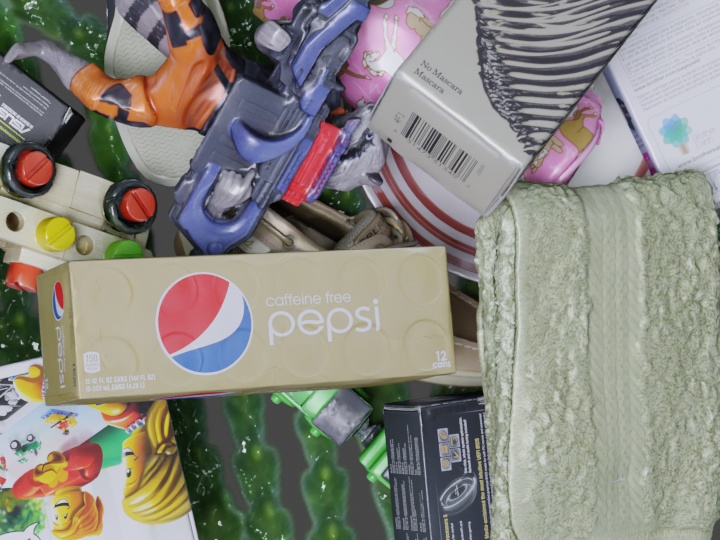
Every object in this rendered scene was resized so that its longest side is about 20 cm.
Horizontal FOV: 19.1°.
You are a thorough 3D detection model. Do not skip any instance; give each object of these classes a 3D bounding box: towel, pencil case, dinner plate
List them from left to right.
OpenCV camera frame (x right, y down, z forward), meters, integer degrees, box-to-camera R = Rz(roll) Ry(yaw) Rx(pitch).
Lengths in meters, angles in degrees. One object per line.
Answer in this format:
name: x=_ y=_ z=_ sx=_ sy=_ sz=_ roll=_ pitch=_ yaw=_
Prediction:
pencil case: x=0.036 y=-0.113 z=1.138 sx=0.200 sy=0.083 sz=0.087 roll=40 pitch=54 yaw=1
dinner plate: x=0.091 y=-0.090 z=1.188 sx=0.200 sy=0.024 sz=0.201 roll=0 pitch=89 yaw=-1
towel: x=0.128 y=0.050 z=1.107 sx=0.148 sy=0.036 sz=0.201 roll=-6 pitch=97 yaw=-27

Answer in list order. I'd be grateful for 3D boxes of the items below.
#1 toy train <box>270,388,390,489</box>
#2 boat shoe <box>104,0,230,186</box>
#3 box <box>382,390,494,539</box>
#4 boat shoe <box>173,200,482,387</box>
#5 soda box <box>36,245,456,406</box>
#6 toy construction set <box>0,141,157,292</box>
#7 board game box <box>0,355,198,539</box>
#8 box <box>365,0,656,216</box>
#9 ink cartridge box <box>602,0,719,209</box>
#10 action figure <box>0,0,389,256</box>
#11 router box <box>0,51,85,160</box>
toy train: x=-0.021 y=0.069 z=1.171 sx=0.200 sy=0.056 sz=0.042 roll=40 pitch=90 yaw=0
boat shoe: x=-0.104 y=-0.148 z=1.168 sx=0.072 sy=0.068 sz=0.201 roll=-4 pitch=103 yaw=8
box: x=0.100 y=0.162 z=1.144 sx=0.160 sy=0.044 sz=0.201 roll=-6 pitch=90 yaw=-27
boat shoe: x=0.000 y=0.000 z=1.155 sx=0.200 sy=0.072 sz=0.065 roll=25 pitch=115 yaw=0
soda box: x=-0.055 y=0.027 z=1.060 sx=0.199 sy=0.064 sz=0.068 roll=-2 pitch=84 yaw=-23
toy construction set: x=-0.174 y=0.006 z=1.111 sx=0.092 sy=0.200 sz=0.131 roll=3 pitch=75 yaw=41
board game box: x=-0.186 y=0.114 z=1.054 sx=0.200 sy=0.035 sz=0.127 roll=-14 pitch=90 yaw=-20
box: x=0.095 y=-0.129 z=1.067 sx=0.082 sy=0.068 sz=0.200 roll=36 pitch=66 yaw=2
ink cartridge box: x=0.183 y=-0.140 z=1.157 sx=0.119 sy=0.042 sz=0.200 roll=-25 pitch=92 yaw=1
action figure: x=-0.058 y=-0.115 z=1.092 sx=0.193 sy=0.105 sz=0.200 roll=36 pitch=107 yaw=-9
router box: x=-0.273 y=-0.085 z=1.170 sx=0.200 sy=0.062 sz=0.150 roll=38 pitch=89 yaw=0
